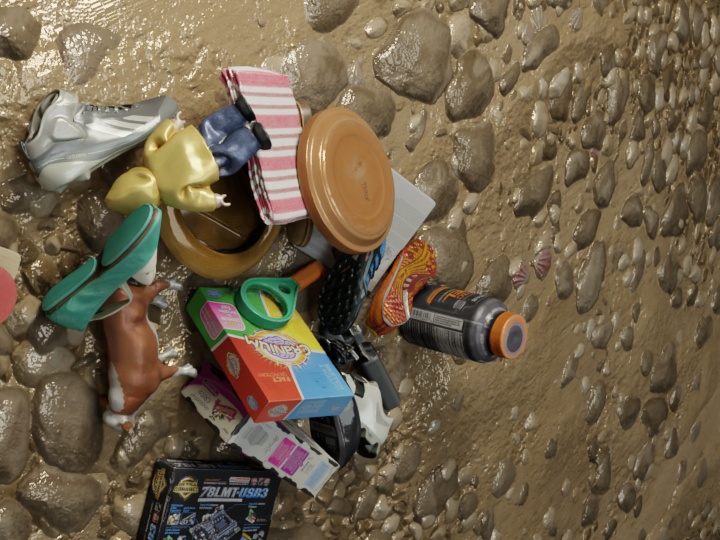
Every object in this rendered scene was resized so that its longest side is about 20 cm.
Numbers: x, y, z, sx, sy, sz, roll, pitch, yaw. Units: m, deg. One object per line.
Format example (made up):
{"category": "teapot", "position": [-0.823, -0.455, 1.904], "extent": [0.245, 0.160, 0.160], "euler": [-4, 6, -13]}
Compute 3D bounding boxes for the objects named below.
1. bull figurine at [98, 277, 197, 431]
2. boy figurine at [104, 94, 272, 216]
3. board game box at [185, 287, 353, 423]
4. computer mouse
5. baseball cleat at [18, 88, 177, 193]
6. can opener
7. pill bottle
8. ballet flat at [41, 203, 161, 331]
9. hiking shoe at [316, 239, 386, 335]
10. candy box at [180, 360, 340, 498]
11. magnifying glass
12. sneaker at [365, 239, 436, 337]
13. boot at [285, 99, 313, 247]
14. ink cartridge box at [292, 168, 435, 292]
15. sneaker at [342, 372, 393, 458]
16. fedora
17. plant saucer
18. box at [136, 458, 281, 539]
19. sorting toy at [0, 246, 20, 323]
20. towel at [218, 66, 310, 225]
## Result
{"category": "bull figurine", "position": [-0.271, 0.102, 1.244], "extent": [0.121, 0.065, 0.201], "euler": [-21, 115, -44]}
{"category": "boy figurine", "position": [-0.198, -0.116, 1.158], "extent": [0.200, 0.064, 0.125], "euler": [-35, 87, -7]}
{"category": "board game box", "position": [-0.119, 0.107, 1.317], "extent": [0.153, 0.200, 0.040], "euler": [3, 131, -47]}
{"category": "computer mouse", "position": [-0.034, 0.179, 1.406], "extent": [0.052, 0.138, 0.201], "euler": [-14, 104, -33]}
{"category": "baseball cleat", "position": [-0.297, -0.173, 1.151], "extent": [0.200, 0.069, 0.107], "euler": [-44, 121, -36]}
{"category": "can opener", "position": [-0.002, 0.145, 1.563], "extent": [0.067, 0.053, 0.201], "euler": [-28, 125, -2]}
{"category": "pill bottle", "position": [0.167, 0.087, 1.606], "extent": [0.106, 0.199, 0.107], "euler": [-14, 109, -45]}
{"category": "ballet flat", "position": [-0.277, 0.001, 1.148], "extent": [0.200, 0.068, 0.070], "euler": [-38, 124, 20]}
{"category": "hiking shoe", "position": [0.000, 0.000, 1.464], "extent": [0.087, 0.074, 0.201], "euler": [2, 108, -56]}
{"category": "candy box", "position": [-0.134, 0.216, 1.358], "extent": [0.061, 0.136, 0.200], "euler": [-51, 132, -4]}
{"category": "magnifying glass", "position": [-0.103, 0.026, 1.389], "extent": [0.022, 0.080, 0.200], "euler": [-54, 170, 28]}
{"category": "sneaker", "position": [0.060, 0.021, 1.585], "extent": [0.073, 0.077, 0.200], "euler": [46, 47, -11]}
{"category": "boot", "position": [-0.106, -0.129, 1.375], "extent": [0.075, 0.073, 0.201], "euler": [-9, 99, -30]}
{"category": "ink cartridge box", "position": [0.001, -0.079, 1.509], "extent": [0.174, 0.044, 0.200], "euler": [-53, 136, 5]}
{"category": "sneaker", "position": [-0.019, 0.185, 1.518], "extent": [0.089, 0.074, 0.200], "euler": [-53, 123, -31]}
{"category": "fedora", "position": [-0.191, -0.087, 1.273], "extent": [0.200, 0.082, 0.202], "euler": [-7, 100, -40]}
{"category": "plant saucer", "position": [-0.011, -0.123, 1.358], "extent": [0.200, 0.032, 0.202], "euler": [19, 66, -51]}
{"category": "box", "position": [-0.212, 0.362, 1.379], "extent": [0.199, 0.050, 0.200], "euler": [14, 88, -47]}
{"category": "sorting toy", "position": [-0.457, 0.051, 1.030], "extent": [0.200, 0.069, 0.200], "euler": [24, 82, -47]}
{"category": "towel", "position": [-0.110, -0.158, 1.277], "extent": [0.146, 0.030, 0.201], "euler": [-18, 94, -65]}
